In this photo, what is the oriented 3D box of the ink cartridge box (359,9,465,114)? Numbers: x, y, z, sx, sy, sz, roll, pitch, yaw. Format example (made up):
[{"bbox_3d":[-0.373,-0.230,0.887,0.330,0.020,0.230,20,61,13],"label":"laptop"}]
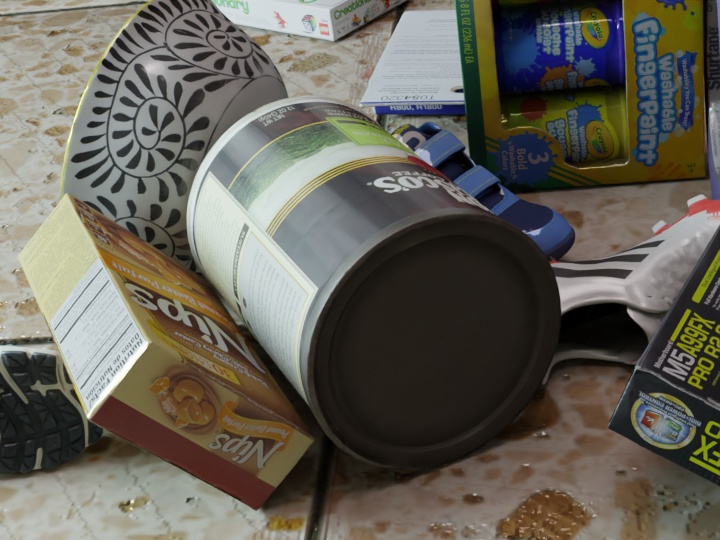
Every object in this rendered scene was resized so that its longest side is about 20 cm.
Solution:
[{"bbox_3d":[0.113,-0.160,1.233,0.196,0.043,0.200,1,32,14],"label":"ink cartridge box"}]

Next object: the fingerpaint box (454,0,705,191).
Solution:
[{"bbox_3d":[0.152,-0.160,1.058,0.167,0.200,0.073,-4,30,6],"label":"fingerpaint box"}]

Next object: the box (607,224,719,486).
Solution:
[{"bbox_3d":[0.234,0.048,0.769,0.160,0.044,0.200,26,39,13],"label":"box"}]

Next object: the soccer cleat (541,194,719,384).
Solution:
[{"bbox_3d":[0.173,0.013,0.888,0.200,0.069,0.085,-15,40,-9],"label":"soccer cleat"}]

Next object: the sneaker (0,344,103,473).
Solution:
[{"bbox_3d":[-0.235,0.068,0.874,0.200,0.078,0.086,-7,25,1],"label":"sneaker"}]

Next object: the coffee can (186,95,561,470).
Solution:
[{"bbox_3d":[0.000,0.000,0.862,0.146,0.147,0.200,-18,30,-18],"label":"coffee can"}]

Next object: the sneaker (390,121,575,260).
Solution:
[{"bbox_3d":[0.049,-0.049,1.008,0.200,0.082,0.074,17,36,34],"label":"sneaker"}]

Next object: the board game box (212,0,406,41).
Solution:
[{"bbox_3d":[-0.064,-0.272,1.486,0.200,0.035,0.126,16,37,36],"label":"board game box"}]

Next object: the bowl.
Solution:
[{"bbox_3d":[-0.097,-0.071,0.979,0.094,0.201,0.201,21,37,19],"label":"bowl"}]

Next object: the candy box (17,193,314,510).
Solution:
[{"bbox_3d":[-0.114,0.040,0.847,0.055,0.115,0.200,-52,33,6],"label":"candy box"}]

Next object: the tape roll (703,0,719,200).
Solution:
[{"bbox_3d":[0.268,-0.130,0.976,0.085,0.200,0.200,-3,29,10],"label":"tape roll"}]
